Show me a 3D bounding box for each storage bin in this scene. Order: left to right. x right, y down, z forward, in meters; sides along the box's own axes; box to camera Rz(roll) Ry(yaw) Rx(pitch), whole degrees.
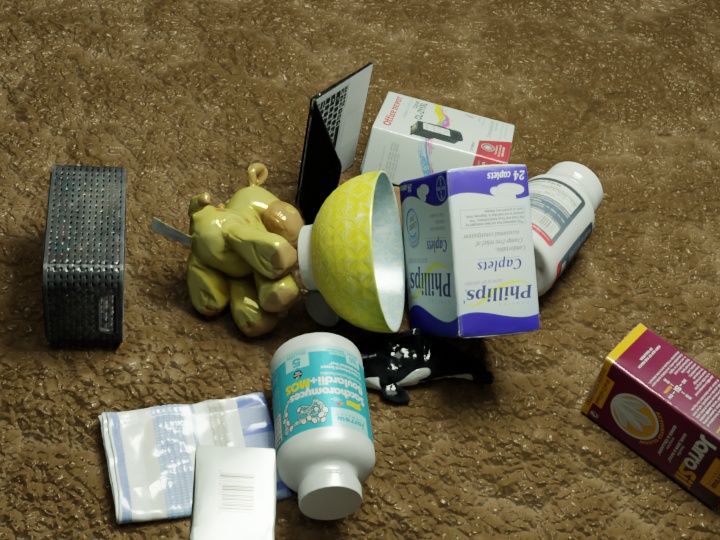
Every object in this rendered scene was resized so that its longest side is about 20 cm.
[{"bbox_3d":[-0.336,-0.022,1.375,0.093,0.135,0.200,0,47,-12],"label":"storage bin"}]

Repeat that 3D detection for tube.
[{"bbox_3d":[0.000,0.000,1.494,0.077,0.050,0.200,36,45,7],"label":"tube"}]

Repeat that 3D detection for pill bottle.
[{"bbox_3d":[-0.043,0.177,1.268,0.110,0.111,0.200,1,47,-11],"label":"pill bottle"},{"bbox_3d":[0.255,-0.063,1.551,0.119,0.120,0.200,31,48,17],"label":"pill bottle"}]

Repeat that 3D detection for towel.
[{"bbox_3d":[-0.189,0.208,1.268,0.199,0.024,0.147,-5,49,-17],"label":"towel"}]

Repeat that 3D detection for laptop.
[{"bbox_3d":[-0.020,-0.145,1.524,0.116,0.188,0.200,35,50,20],"label":"laptop"}]

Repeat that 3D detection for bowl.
[{"bbox_3d":[-0.015,-0.020,1.370,0.107,0.200,0.200,-4,45,12],"label":"bowl"}]

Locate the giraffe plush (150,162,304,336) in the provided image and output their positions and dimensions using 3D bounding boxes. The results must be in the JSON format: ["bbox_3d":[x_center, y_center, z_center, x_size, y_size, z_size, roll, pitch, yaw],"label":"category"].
[{"bbox_3d":[-0.142,-0.041,1.428,0.200,0.173,0.162,40,38,2],"label":"giraffe plush"}]

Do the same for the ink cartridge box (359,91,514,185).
[{"bbox_3d":[0.114,-0.176,1.633,0.199,0.083,0.146,16,32,3],"label":"ink cartridge box"}]

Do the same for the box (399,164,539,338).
[{"bbox_3d":[0.130,-0.022,1.386,0.105,0.184,0.201,-6,91,-16],"label":"box"}]

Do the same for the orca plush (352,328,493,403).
[{"bbox_3d":[0.068,0.107,1.384,0.199,0.071,0.105,13,46,1],"label":"orca plush"}]

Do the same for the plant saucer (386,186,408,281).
[{"bbox_3d":[0.067,-0.056,1.541,0.199,0.030,0.200,14,36,-11],"label":"plant saucer"}]

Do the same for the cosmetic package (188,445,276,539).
[{"bbox_3d":[-0.130,0.273,1.098,0.081,0.200,0.113,5,44,-9],"label":"cosmetic package"}]

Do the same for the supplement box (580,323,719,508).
[{"bbox_3d":[0.383,0.175,1.359,0.200,0.111,0.086,37,51,22],"label":"supplement box"}]
